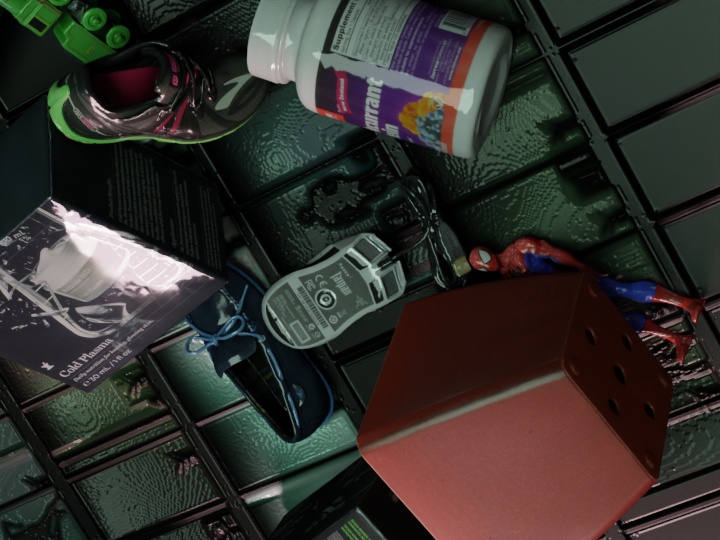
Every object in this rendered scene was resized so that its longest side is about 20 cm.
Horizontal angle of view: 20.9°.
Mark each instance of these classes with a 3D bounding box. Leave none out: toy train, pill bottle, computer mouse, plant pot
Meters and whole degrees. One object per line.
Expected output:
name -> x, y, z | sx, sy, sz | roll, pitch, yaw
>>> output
toy train -> -0.273, -0.232, 1.641 | 0.056, 0.042, 0.200 | -45, 133, 11
pill bottle -> 0.014, -0.170, 1.584 | 0.199, 0.111, 0.112 | 18, 118, 12
computer mouse -> 0.000, 0.000, 1.708 | 0.199, 0.044, 0.110 | -28, 103, 24
plant pot -> 0.143, 0.117, 1.596 | 0.176, 0.200, 0.200 | -28, 113, 30

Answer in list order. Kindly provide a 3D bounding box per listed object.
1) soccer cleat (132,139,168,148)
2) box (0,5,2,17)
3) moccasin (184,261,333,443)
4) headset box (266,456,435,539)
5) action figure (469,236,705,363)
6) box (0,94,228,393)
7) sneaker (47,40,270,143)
soccer cleat -> -0.256, -0.123, 1.722 | 0.199, 0.070, 0.086 | -25, 126, 20
box -> -0.433, -0.177, 1.730 | 0.192, 0.048, 0.201 | 15, 130, -13
moccasin -> -0.101, 0.068, 1.754 | 0.200, 0.068, 0.080 | 46, 130, -3
headset box -> -0.004, 0.243, 1.743 | 0.200, 0.174, 0.093 | -40, 95, 28
action figure -> 0.186, 0.018, 1.647 | 0.199, 0.052, 0.066 | 20, 124, 13
box -> -0.253, -0.019, 1.693 | 0.196, 0.124, 0.200 | 28, 128, -36
sneaker -> -0.157, -0.148, 1.619 | 0.084, 0.199, 0.077 | -37, 69, 57
